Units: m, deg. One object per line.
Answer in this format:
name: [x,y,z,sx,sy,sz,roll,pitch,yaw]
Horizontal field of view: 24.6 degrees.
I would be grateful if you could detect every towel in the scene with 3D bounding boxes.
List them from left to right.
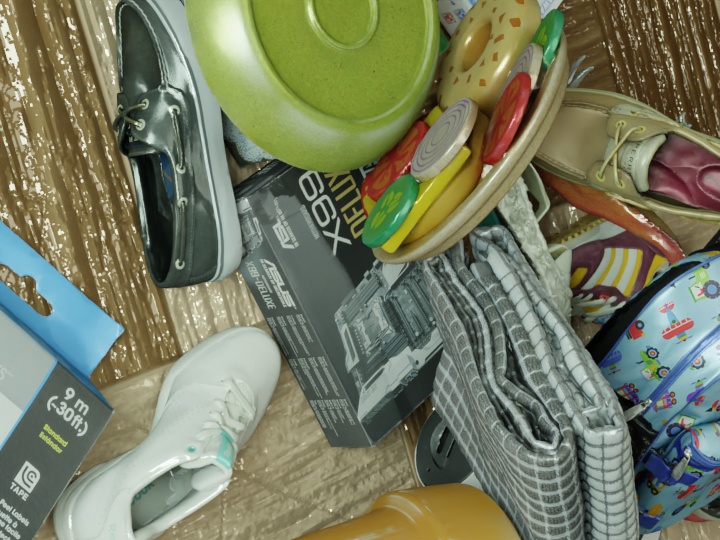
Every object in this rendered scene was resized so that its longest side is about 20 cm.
towel: [0.104,0.089,1.073,0.085,0.200,0.166,-23,138,-5]

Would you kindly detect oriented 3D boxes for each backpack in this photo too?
backpack: [0.247,0.071,1.181,0.182,0.200,0.135,-17,61,-41]

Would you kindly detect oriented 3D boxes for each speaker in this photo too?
speaker: [0.135,0.163,1.247,0.200,0.081,0.081,31,66,-33]

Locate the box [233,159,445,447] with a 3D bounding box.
box: [0.000,0.000,1.170,0.158,0.050,0.200,-38,110,-37]

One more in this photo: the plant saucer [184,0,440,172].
plant saucer: [-0.018,-0.162,1.027,0.200,0.031,0.200,5,82,-40]

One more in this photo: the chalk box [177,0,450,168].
chalk box: [-0.060,-0.189,1.095,0.124,0.125,0.200,-45,114,-34]

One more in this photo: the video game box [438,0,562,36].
video game box: [0.104,-0.285,1.298,0.182,0.047,0.200,50,57,-22]

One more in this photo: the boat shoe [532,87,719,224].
boat shoe: [0.204,-0.083,1.191,0.066,0.200,0.074,-47,152,-79]

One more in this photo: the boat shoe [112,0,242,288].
boat shoe: [-0.127,-0.085,1.064,0.057,0.069,0.200,-20,100,-40]

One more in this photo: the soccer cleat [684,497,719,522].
soccer cleat: [0.215,0.140,1.333,0.200,0.073,0.068,36,60,-12]

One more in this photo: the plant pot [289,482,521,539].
plant pot: [-0.007,0.244,1.058,0.183,0.200,0.200,-2,86,-25]

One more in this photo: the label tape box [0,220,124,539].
label tape box: [-0.224,0.067,0.963,0.143,0.066,0.200,46,60,-27]

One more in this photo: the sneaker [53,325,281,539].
sneaker: [-0.100,0.111,1.047,0.075,0.088,0.200,54,54,-20]

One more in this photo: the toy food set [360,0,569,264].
toy food set: [0.065,-0.091,1.076,0.049,0.198,0.200,35,101,-17]

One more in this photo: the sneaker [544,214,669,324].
sneaker: [0.180,0.009,1.307,0.200,0.075,0.090,-25,96,-38]

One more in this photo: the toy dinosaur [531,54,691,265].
toy dinosaur: [0.154,-0.088,1.248,0.181,0.105,0.200,-1,64,-3]

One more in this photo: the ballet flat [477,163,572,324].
ballet flat: [0.119,-0.024,1.199,0.072,0.072,0.200,-31,103,-38]

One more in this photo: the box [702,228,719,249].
box: [0.330,0.086,1.391,0.164,0.086,0.200,-43,124,-36]
